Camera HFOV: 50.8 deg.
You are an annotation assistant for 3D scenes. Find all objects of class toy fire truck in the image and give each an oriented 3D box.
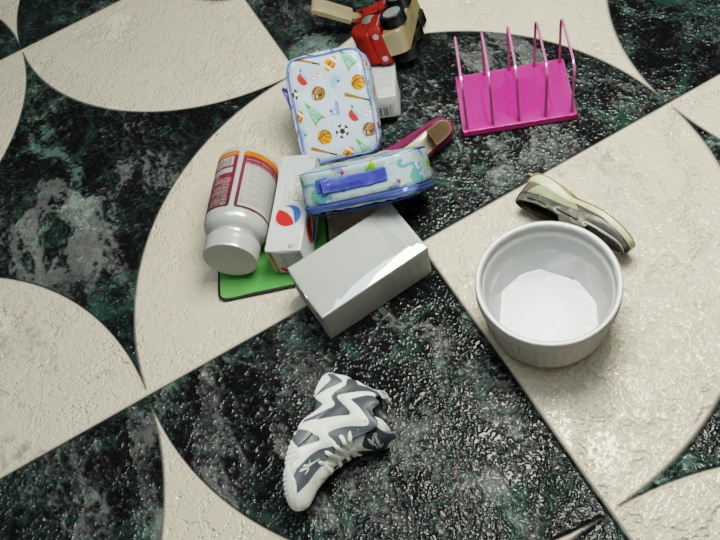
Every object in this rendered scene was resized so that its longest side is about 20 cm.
[{"bbox_3d":[0.009,-0.481,1.471,0.198,0.129,0.177,-10,44,24],"label":"toy fire truck"}]

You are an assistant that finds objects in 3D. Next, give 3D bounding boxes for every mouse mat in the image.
[{"bbox_3d":[-0.149,-0.033,1.291,0.198,0.008,0.162,-12,56,7],"label":"mouse mat"}]

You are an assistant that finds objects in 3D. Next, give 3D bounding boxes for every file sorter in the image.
[{"bbox_3d":[0.266,-0.341,1.317,0.198,0.126,0.140,-8,56,8],"label":"file sorter"}]

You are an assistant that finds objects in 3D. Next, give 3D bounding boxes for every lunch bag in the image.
[{"bbox_3d":[-0.050,-0.290,1.332,0.159,0.076,0.202,-10,98,11],"label":"lunch bag"},{"bbox_3d":[0.009,-0.144,1.218,0.198,0.161,0.083,-10,97,17],"label":"lunch bag"}]

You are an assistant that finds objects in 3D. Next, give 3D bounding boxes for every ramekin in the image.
[{"bbox_3d":[0.265,0.040,1.079,0.198,0.105,0.202,-6,57,9],"label":"ramekin"}]

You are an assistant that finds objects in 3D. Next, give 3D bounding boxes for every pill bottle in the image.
[{"bbox_3d":[-0.203,-0.101,1.277,0.108,0.110,0.201,-2,57,12],"label":"pill bottle"}]

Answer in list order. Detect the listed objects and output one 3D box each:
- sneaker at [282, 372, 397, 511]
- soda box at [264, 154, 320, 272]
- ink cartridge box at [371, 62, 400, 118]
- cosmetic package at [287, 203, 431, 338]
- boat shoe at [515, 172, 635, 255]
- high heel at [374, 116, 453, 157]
[{"bbox_3d":[-0.018,0.241,1.041,0.129,0.080,0.200,5,49,26],"label":"sneaker"},{"bbox_3d":[-0.108,-0.097,1.276,0.063,0.068,0.201,-2,57,13],"label":"soda box"},{"bbox_3d":[-0.006,-0.350,1.448,0.161,0.057,0.201,-8,36,9],"label":"ink cartridge box"},{"bbox_3d":[0.000,0.000,1.188,0.199,0.081,0.113,-32,60,-7],"label":"cosmetic package"},{"bbox_3d":[0.327,-0.076,1.173,0.066,0.072,0.201,-46,59,-5],"label":"boat shoe"},{"bbox_3d":[0.079,-0.198,1.331,0.199,0.096,0.068,-29,95,10],"label":"high heel"}]
